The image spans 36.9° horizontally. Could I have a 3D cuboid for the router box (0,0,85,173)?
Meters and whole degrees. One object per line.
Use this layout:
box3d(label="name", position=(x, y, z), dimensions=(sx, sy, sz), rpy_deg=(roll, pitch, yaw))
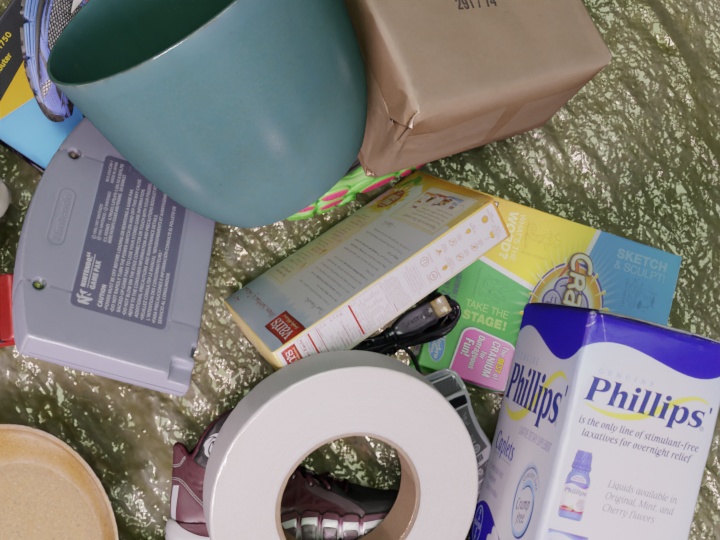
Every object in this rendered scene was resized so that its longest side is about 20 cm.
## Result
box3d(label="router box", position=(-0.211, -0.170, 0.863), dimensions=(0.148, 0.051, 0.202), rpy_deg=(32, 80, -2))

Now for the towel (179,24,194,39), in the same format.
box3d(label="towel", position=(-0.083, -0.164, 0.865), dimensions=(0.146, 0.024, 0.202), rpy_deg=(38, 76, -33))

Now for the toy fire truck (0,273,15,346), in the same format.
box3d(label="toy fire truck", position=(-0.243, 0.032, 0.808), dimensions=(0.197, 0.140, 0.050), rpy_deg=(-10, 83, 29))

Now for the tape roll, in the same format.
box3d(label="tape roll", position=(-0.013, 0.158, 0.764), dimensions=(0.199, 0.037, 0.207), rpy_deg=(-5, 106, -17))

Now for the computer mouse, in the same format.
box3d(label="computer mouse", position=(0.051, 0.115, 0.841), dimensions=(0.109, 0.044, 0.202), rpy_deg=(-34, 122, -23))

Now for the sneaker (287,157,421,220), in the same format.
box3d(label="sneaker", position=(-0.020, -0.101, 0.876), dimensions=(0.198, 0.077, 0.085), rpy_deg=(-25, 82, -24))

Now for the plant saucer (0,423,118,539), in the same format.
box3d(label="plant saucer", position=(-0.261, 0.217, 0.791), dimensions=(0.196, 0.035, 0.204), rpy_deg=(-3, 77, 11))

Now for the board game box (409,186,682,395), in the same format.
box3d(label="board game box", position=(0.155, 0.034, 0.898), dimensions=(0.197, 0.040, 0.156), rpy_deg=(16, 81, -6))

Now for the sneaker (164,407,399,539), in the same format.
box3d(label="sneaker", position=(-0.055, 0.152, 0.836), dimensions=(0.196, 0.076, 0.118), rpy_deg=(-3, 80, -8))

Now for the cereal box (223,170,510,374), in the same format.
box3d(label="cereal box", position=(0.000, 0.000, 0.828), dimensions=(0.199, 0.144, 0.040), rpy_deg=(-35, 113, -10))

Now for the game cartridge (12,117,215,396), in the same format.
box3d(label="game cartridge", position=(-0.171, -0.015, 0.762), dimensions=(0.131, 0.041, 0.202), rpy_deg=(21, 48, -21))

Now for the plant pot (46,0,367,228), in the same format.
box3d(label="plant pot", position=(-0.085, -0.130, 0.742), dimensions=(0.200, 0.200, 0.162), rpy_deg=(-42, 125, -11))

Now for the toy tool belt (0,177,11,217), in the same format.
box3d(label="toy tool belt", position=(-0.324, -0.050, 0.746), dimensions=(0.123, 0.201, 0.124), rpy_deg=(-26, 121, 4))

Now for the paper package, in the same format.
box3d(label="paper package", position=(0.063, -0.194, 0.842), dimensions=(0.198, 0.103, 0.193), rpy_deg=(-18, 77, -29))

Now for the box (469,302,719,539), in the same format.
box3d(label="box", position=(0.163, 0.133, 0.777), dimensions=(0.103, 0.184, 0.204), rpy_deg=(14, 89, -5))

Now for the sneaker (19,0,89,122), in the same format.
box3d(label="sneaker", position=(-0.206, -0.209, 0.807), dimensions=(0.077, 0.075, 0.204), rpy_deg=(10, 82, -7))
